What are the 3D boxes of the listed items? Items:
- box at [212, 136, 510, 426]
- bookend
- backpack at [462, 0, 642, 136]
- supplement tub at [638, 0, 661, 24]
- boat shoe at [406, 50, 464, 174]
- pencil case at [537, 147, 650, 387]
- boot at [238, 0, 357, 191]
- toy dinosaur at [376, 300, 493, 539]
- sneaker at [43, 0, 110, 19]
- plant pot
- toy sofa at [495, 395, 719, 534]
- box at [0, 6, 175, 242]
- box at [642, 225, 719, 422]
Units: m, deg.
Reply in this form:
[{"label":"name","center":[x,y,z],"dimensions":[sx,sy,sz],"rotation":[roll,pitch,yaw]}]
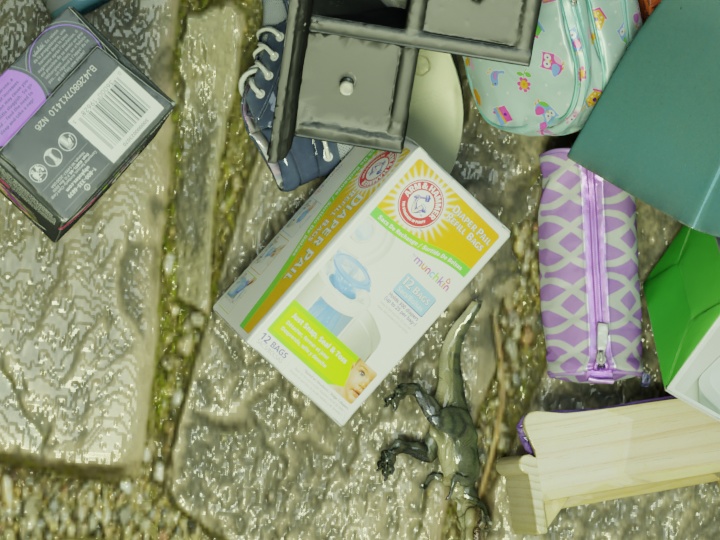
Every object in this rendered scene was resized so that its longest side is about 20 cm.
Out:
[{"label":"box","center":[0.000,0.000,1.562],"dimensions":[0.200,0.101,0.112],"rotation":[-48,114,-2]},{"label":"bookend","center":[0.043,-0.171,1.489],"dimensions":[0.198,0.092,0.200],"rotation":[10,113,-1]},{"label":"backpack","center":[0.144,-0.208,1.590],"dimensions":[0.126,0.167,0.200],"rotation":[-25,107,-37]},{"label":"supplement tub","center":[0.311,-0.243,1.642],"dimensions":[0.200,0.123,0.123],"rotation":[-10,89,-11]},{"label":"boat shoe","center":[0.047,-0.167,1.617],"dimensions":[0.074,0.063,0.202],"rotation":[-5,104,17]},{"label":"pencil case","center":[0.184,-0.003,1.627],"dimensions":[0.084,0.085,0.200],"rotation":[-5,86,9]},{"label":"boot","center":[-0.061,-0.166,1.597],"dimensions":[0.090,0.073,0.200],"rotation":[-25,93,-16]},{"label":"toy dinosaur","center":[0.060,0.126,1.621],"dimensions":[0.088,0.047,0.200],"rotation":[-2,87,-25]},{"label":"sneaker","center":[-0.184,-0.295,1.580],"dimensions":[0.200,0.080,0.131],"rotation":[-32,94,-11]},{"label":"plant pot","center":[0.284,-0.138,1.529],"dimensions":[0.141,0.141,0.200],"rotation":[11,107,-44]},{"label":"toy sofa","center":[0.215,0.151,1.627],"dimensions":[0.200,0.083,0.098],"rotation":[-9,85,-10]},{"label":"box","center":[-0.221,-0.103,1.502],"dimensions":[0.106,0.200,0.122],"rotation":[43,81,-6]},{"label":"box","center":[0.324,0.059,1.581],"dimensions":[0.176,0.200,0.097],"rotation":[29,112,-9]}]
